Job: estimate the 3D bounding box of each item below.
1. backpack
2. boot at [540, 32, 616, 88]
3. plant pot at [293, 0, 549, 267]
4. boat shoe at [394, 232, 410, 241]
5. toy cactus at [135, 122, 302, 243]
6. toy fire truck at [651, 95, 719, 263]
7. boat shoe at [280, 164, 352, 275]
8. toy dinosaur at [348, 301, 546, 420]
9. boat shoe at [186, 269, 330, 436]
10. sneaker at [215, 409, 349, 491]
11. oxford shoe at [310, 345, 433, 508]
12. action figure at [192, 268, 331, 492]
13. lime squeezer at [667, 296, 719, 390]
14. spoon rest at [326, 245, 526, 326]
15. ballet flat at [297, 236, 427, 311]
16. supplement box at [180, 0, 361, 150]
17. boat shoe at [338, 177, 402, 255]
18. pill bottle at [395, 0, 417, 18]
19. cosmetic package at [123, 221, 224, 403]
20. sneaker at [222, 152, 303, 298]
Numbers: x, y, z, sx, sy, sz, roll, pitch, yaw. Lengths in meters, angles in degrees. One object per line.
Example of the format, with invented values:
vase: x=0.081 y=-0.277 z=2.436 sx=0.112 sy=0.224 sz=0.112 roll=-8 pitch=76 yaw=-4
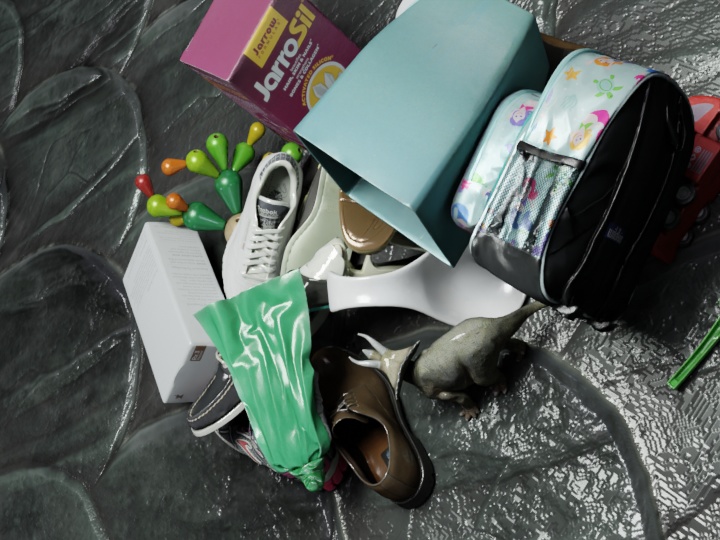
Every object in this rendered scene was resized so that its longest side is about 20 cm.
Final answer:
backpack: x=0.182 y=-0.075 z=0.823 sx=0.150 sy=0.176 sz=0.203 roll=34 pitch=100 yaw=38
boot: x=0.161 y=-0.207 z=0.981 sx=0.196 sy=0.076 sz=0.075 roll=19 pitch=112 yaw=1
plant pot: x=0.072 y=-0.140 z=0.884 sx=0.140 sy=0.141 sz=0.201 roll=35 pitch=85 yaw=27
boat shoe: x=0.080 y=-0.069 z=1.034 sx=0.198 sy=0.073 sz=0.064 roll=-6 pitch=63 yaw=45
toy cactus: x=-0.154 y=-0.079 z=1.190 sx=0.196 sy=0.102 sz=0.168 roll=-19 pitch=90 yaw=-13
toy fire truck: x=0.253 y=-0.081 z=0.922 sx=0.140 sy=0.049 sz=0.202 roll=36 pitch=94 yaw=41
boat shoe: x=-0.036 y=-0.051 z=1.120 sx=0.061 sy=0.070 sz=0.205 roll=-111 pitch=42 yaw=-83
toy dinosaur: x=0.097 y=0.083 z=0.930 sx=0.197 sy=0.102 sz=0.078 roll=-23 pitch=58 yaw=28
boat shoe: x=-0.117 y=0.085 z=1.054 sx=0.200 sy=0.061 sz=0.074 roll=-45 pitch=26 yaw=-8
sneaker: x=-0.099 y=0.163 z=1.058 sx=0.198 sy=0.074 sz=0.082 roll=17 pitch=80 yaw=41
oxford shoe: x=-0.003 y=0.140 z=0.992 sx=0.073 sy=0.084 sz=0.200 roll=-49 pitch=48 yaw=10
action figure: x=-0.076 y=0.115 z=0.961 sx=0.116 sy=0.055 sz=0.204 roll=-22 pitch=81 yaw=15
lime squeezer: x=0.318 y=0.013 z=0.825 sx=0.037 sy=0.070 sz=0.203 roll=32 pitch=120 yaw=25
spoon rest: x=0.067 y=0.013 z=0.957 sx=0.195 sy=0.061 sz=0.102 roll=-7 pitch=94 yaw=-5
ballet flat: x=0.000 y=0.000 z=1.013 sx=0.195 sy=0.068 sz=0.070 roll=-5 pitch=105 yaw=-3
supplement box: x=-0.086 y=-0.236 z=1.146 sx=0.103 sy=0.199 sz=0.133 roll=30 pitch=89 yaw=41
boat shoe: x=0.022 y=-0.096 z=1.016 sx=0.070 sy=0.065 sz=0.203 roll=5 pitch=60 yaw=10
pill bottle: x=0.096 y=-0.232 z=1.067 sx=0.109 sy=0.110 sz=0.204 roll=-24 pitch=57 yaw=25
cosmetic package: x=-0.213 y=0.047 z=1.179 sx=0.102 sy=0.073 sz=0.202 roll=-59 pitch=45 yaw=35
sneaker: x=-0.111 y=-0.033 z=1.122 sx=0.080 sy=0.075 sz=0.204 roll=-142 pitch=63 yaw=-78
